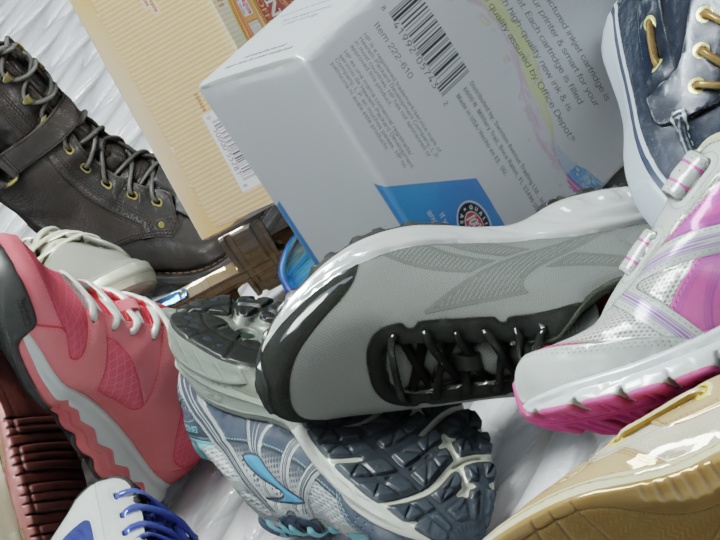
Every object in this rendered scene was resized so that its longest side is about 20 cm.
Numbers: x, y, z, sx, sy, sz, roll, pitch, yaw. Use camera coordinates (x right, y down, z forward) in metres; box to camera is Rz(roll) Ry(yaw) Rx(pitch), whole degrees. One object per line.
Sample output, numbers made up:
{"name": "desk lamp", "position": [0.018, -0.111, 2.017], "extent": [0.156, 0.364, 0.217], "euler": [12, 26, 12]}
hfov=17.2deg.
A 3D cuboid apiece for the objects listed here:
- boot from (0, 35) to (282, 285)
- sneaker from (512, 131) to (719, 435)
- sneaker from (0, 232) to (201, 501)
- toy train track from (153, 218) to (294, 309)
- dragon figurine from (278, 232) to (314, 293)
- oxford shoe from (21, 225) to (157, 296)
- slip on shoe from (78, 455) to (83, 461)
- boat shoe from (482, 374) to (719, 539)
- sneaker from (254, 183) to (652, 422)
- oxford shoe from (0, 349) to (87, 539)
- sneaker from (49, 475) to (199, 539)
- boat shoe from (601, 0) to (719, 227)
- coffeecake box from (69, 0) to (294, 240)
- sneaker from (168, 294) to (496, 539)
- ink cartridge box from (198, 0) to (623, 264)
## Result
{"name": "boot", "position": [-0.149, -0.064, 1.336], "extent": [0.200, 0.174, 0.069], "euler": [-25, 31, 32]}
{"name": "sneaker", "position": [0.143, -0.005, 0.905], "extent": [0.200, 0.081, 0.088], "euler": [-28, 69, 7]}
{"name": "sneaker", "position": [-0.120, 0.034, 1.135], "extent": [0.087, 0.200, 0.074], "euler": [-35, 50, -5]}
{"name": "toy train track", "position": [-0.084, 0.025, 1.214], "extent": [0.200, 0.033, 0.115], "euler": [-26, -16, 1]}
{"name": "dragon figurine", "position": [0.000, 0.000, 1.162], "extent": [0.099, 0.059, 0.200], "euler": [-11, 41, 46]}
{"name": "oxford shoe", "position": [-0.160, 0.005, 1.273], "extent": [0.075, 0.058, 0.200], "euler": [-25, 6, -16]}
{"name": "slip on shoe", "position": [-0.171, 0.087, 1.271], "extent": [0.076, 0.061, 0.200], "euler": [-11, 21, 37]}
{"name": "boat shoe", "position": [0.127, 0.079, 0.864], "extent": [0.200, 0.074, 0.069], "euler": [-27, 18, 26]}
{"name": "sneaker", "position": [0.053, 0.022, 0.982], "extent": [0.200, 0.074, 0.079], "euler": [-16, 37, -6]}
{"name": "oxford shoe", "position": [-0.189, 0.089, 1.174], "extent": [0.075, 0.070, 0.200], "euler": [-24, 74, 14]}
{"name": "sneaker", "position": [-0.096, 0.139, 1.055], "extent": [0.199, 0.081, 0.115], "euler": [-20, 39, 40]}
{"name": "boat shoe", "position": [0.153, -0.082, 1.001], "extent": [0.200, 0.071, 0.091], "euler": [-104, 30, -49]}
{"name": "coffeecake box", "position": [-0.048, -0.123, 1.235], "extent": [0.073, 0.154, 0.200], "euler": [-26, 6, 29]}
{"name": "sneaker", "position": [-0.011, 0.084, 1.051], "extent": [0.078, 0.086, 0.200], "euler": [-16, 33, -32]}
{"name": "ink cartridge box", "position": [0.047, -0.087, 1.091], "extent": [0.200, 0.145, 0.085], "euler": [-44, 20, -32]}
